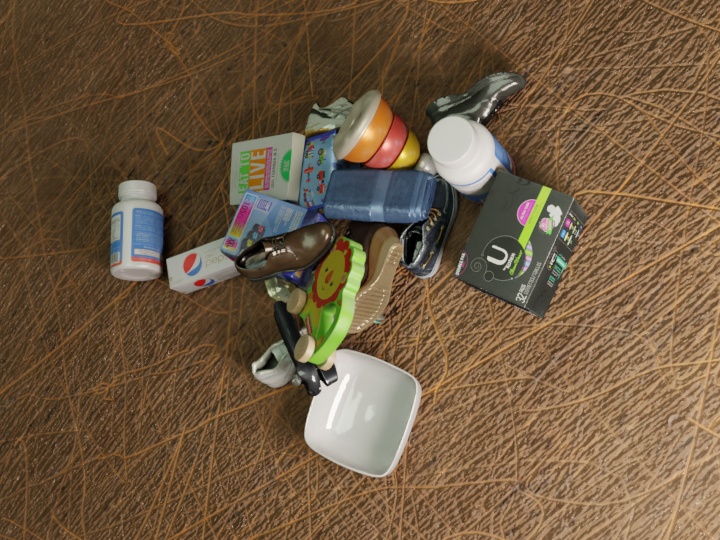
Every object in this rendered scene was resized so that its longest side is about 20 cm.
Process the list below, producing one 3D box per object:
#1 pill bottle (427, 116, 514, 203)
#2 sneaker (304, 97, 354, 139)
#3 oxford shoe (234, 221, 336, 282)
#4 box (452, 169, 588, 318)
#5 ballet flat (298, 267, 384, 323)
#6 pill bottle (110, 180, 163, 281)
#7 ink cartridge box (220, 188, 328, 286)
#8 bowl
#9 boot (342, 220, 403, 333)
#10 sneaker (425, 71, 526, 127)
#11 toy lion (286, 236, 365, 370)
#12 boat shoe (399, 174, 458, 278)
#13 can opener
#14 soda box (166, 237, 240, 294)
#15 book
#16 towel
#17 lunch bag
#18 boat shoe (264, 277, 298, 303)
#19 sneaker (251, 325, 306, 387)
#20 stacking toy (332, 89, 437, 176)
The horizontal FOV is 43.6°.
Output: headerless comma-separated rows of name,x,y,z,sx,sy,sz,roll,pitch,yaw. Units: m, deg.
pill bottle,0.192,-0.196,1.577,0.111,0.200,0.113,-7,74,24
sneaker,-0.018,-0.309,1.792,0.198,0.076,0.088,-1,68,21
oxford shoe,-0.138,-0.035,1.630,0.199,0.084,0.073,-25,70,11
box,0.277,-0.044,1.549,0.148,0.124,0.201,24,90,29
ballet flat,-0.034,0.040,1.713,0.199,0.067,0.064,21,95,30
pill bottle,-0.482,-0.087,1.947,0.111,0.112,0.202,-9,73,24
ink cartridge box,-0.150,-0.059,1.727,0.199,0.076,0.137,19,82,19
bowl,0.011,0.259,1.634,0.199,0.075,0.201,18,86,28
boot,0.000,0.000,1.661,0.201,0.072,0.166,-61,33,10
sneaker,0.222,-0.301,1.679,0.199,0.076,0.092,-23,77,27
toy lion,-0.051,0.045,1.597,0.192,0.068,0.201,-51,31,28
boat shoe,0.125,-0.089,1.654,0.070,0.091,0.202,8,81,28
can opener,-0.115,0.144,1.666,0.201,0.078,0.064,56,148,31
soda box,-0.303,-0.015,1.867,0.199,0.064,0.069,-19,69,22
book,-0.191,-0.200,1.833,0.199,0.048,0.135,-1,81,47
towel,0.034,-0.134,1.649,0.198,0.049,0.112,4,53,18
lunch bag,-0.104,-0.182,1.803,0.199,0.094,0.152,-6,77,35
boat shoe,-0.169,-0.030,1.803,0.066,0.074,0.202,-23,74,12
sneaker,-0.124,0.153,1.726,0.200,0.080,0.071,-41,61,10
stacking toy,0.060,-0.228,1.686,0.146,0.199,0.147,-51,18,24
